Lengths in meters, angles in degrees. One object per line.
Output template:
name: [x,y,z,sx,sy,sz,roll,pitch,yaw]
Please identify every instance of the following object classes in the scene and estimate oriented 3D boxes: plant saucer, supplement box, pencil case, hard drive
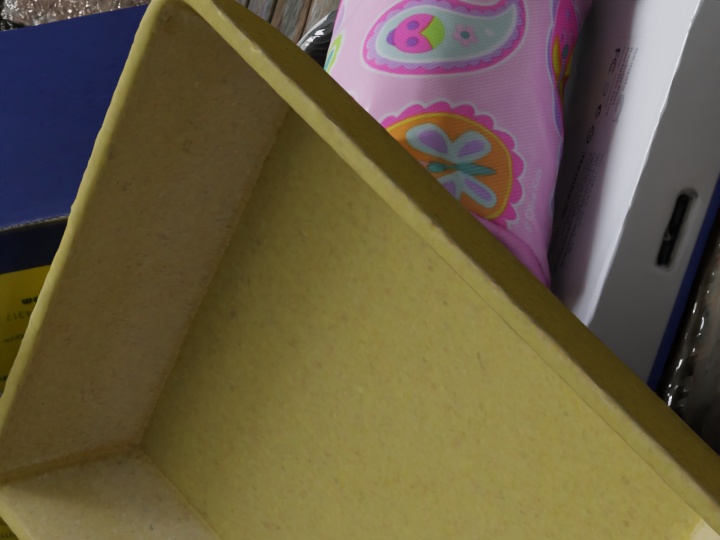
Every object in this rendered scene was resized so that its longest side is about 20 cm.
plant saucer: [0.001,0.055,0.544,0.048,0.200,0.200,-25,-27,-43]
supplement box: [-0.081,0.032,0.684,0.109,0.109,0.201,-108,9,-51]
pencil case: [0.028,-0.078,0.635,0.087,0.087,0.201,127,159,-61]
hard drive: [0.064,-0.021,0.658,0.200,0.025,0.133,-148,77,-79]

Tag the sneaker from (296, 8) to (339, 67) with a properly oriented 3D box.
sneaker: [-0.017,-0.062,0.997,0.116,0.075,0.201,-83,7,-47]
